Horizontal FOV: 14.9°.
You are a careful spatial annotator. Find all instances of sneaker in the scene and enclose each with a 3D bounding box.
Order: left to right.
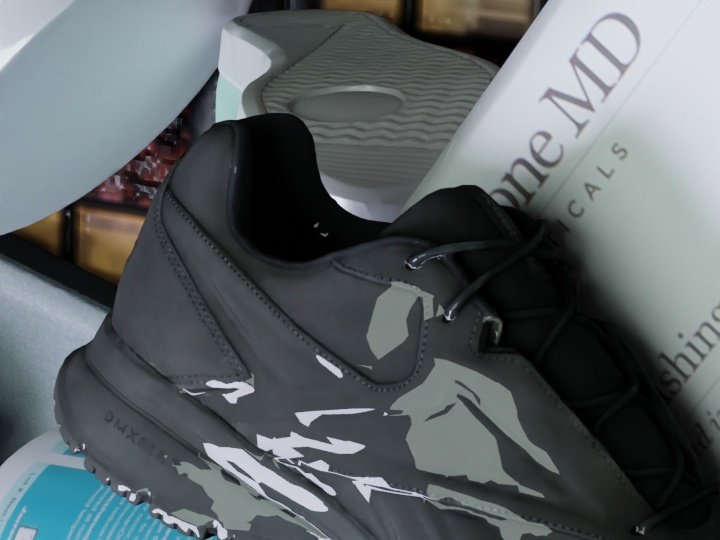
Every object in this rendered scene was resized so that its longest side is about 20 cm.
[{"bbox_3d":[0.000,0.000,0.751,0.073,0.200,0.119,-3,104,-7],"label":"sneaker"},{"bbox_3d":[0.027,0.035,0.559,0.199,0.076,0.091,28,109,21],"label":"sneaker"}]

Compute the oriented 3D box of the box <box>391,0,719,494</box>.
[{"bbox_3d":[0.129,-0.030,0.640,0.131,0.200,0.199,44,120,17],"label":"box"}]

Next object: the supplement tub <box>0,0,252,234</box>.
[{"bbox_3d":[-0.140,-0.122,0.821,0.200,0.145,0.146,47,119,15],"label":"supplement tub"}]

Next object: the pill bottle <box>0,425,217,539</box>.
[{"bbox_3d":[-0.021,0.099,0.735,0.200,0.110,0.111,3,102,54],"label":"pill bottle"}]

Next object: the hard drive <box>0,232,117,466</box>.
[{"bbox_3d":[-0.100,0.070,0.898,0.199,0.033,0.140,25,111,26],"label":"hard drive"}]
